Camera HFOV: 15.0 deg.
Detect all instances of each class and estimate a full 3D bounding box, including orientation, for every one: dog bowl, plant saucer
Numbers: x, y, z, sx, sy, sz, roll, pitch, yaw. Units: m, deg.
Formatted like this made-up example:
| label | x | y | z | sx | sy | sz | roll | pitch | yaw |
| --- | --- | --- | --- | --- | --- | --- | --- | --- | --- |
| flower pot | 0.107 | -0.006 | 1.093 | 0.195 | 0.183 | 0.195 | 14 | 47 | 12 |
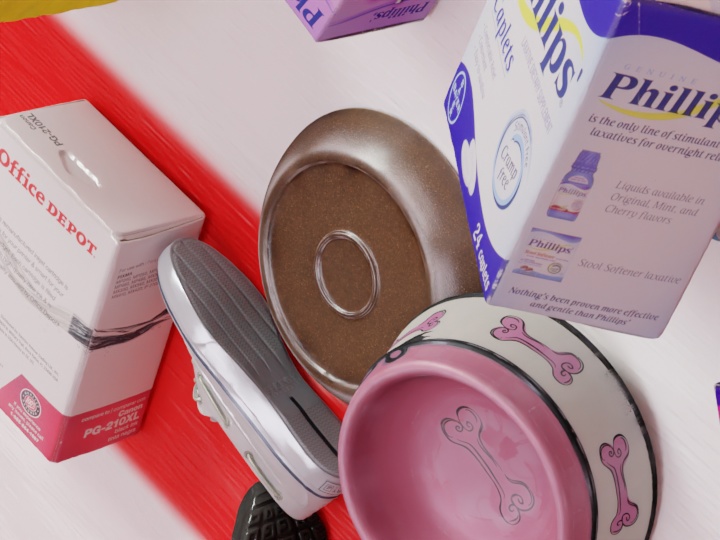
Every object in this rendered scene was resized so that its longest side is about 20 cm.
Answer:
| label | x | y | z | sx | sy | sz | roll | pitch | yaw |
| --- | --- | --- | --- | --- | --- | --- | --- | --- | --- |
| dog bowl | 0.072 | 0.119 | 1.614 | 0.200 | 0.074 | 0.201 | 18 | 120 | 34 |
| plant saucer | 0.000 | 0.000 | 1.707 | 0.200 | 0.032 | 0.201 | 16 | 114 | 41 |

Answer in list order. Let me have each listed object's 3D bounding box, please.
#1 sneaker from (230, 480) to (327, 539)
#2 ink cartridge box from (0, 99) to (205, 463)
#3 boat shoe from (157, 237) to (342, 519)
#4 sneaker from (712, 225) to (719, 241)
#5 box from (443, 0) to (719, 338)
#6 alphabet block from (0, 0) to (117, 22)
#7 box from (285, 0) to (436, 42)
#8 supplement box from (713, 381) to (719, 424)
| label | x | y | z | sx | sy | sz | roll | pitch | yaw |
| --- | --- | --- | --- | --- | --- | --- | --- | --- | --- |
| sneaker | -0.071 | 0.233 | 1.827 | 0.091 | 0.076 | 0.201 | 19 | 113 | 51 |
| ink cartridge box | -0.200 | 0.006 | 1.878 | 0.145 | 0.084 | 0.200 | 43 | 130 | 29 |
| boat shoe | -0.081 | 0.074 | 1.779 | 0.067 | 0.073 | 0.200 | -46 | 69 | 34 |
| sneaker | 0.241 | -0.083 | 1.410 | 0.087 | 0.075 | 0.200 | 35 | 129 | 18 |
| box | 0.131 | -0.102 | 1.420 | 0.184 | 0.105 | 0.200 | -99 | 26 | -51 |
| alphabet block | -0.227 | -0.290 | 1.733 | 0.200 | 0.196 | 0.195 | 59 | 137 | 15 |
| box | 0.001 | -0.267 | 1.574 | 0.176 | 0.097 | 0.200 | 54 | 135 | 20 |
| supplement box | 0.265 | 0.145 | 1.422 | 0.103 | 0.101 | 0.201 | 0 | 103 | 46 |
